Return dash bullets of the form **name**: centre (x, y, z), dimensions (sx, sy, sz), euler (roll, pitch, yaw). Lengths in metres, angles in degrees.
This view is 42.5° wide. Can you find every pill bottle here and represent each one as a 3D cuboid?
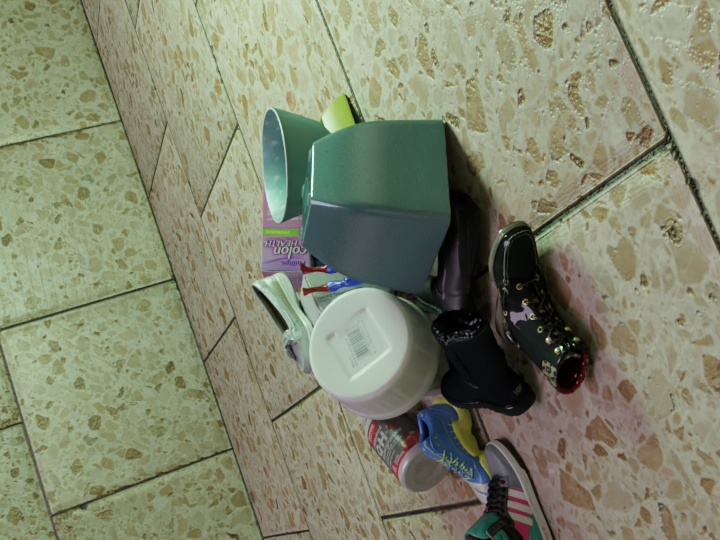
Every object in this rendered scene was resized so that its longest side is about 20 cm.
- **pill bottle**: centre (0.076, 0.309, 1.727), dimensions (0.200, 0.110, 0.112), euler (44, 144, 50)

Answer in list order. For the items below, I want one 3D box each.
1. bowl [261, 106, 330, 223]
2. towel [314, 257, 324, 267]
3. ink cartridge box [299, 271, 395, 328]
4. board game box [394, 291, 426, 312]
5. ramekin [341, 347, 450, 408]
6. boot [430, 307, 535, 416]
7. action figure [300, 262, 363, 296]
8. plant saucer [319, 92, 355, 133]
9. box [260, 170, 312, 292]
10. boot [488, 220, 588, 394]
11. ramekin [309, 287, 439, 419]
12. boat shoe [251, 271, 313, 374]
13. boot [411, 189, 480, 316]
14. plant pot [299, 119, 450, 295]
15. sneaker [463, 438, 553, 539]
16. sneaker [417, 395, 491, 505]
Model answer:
- **bowl**: centre (-0.104, -0.187, 1.626), dimensions (0.201, 0.104, 0.203), euler (175, 90, -74)
- **towel**: centre (-0.067, 0.007, 1.851), dimensions (0.112, 0.048, 0.203), euler (74, -164, -86)
- **ink cartridge box**: centre (-0.033, 0.075, 1.650), dimensions (0.201, 0.144, 0.084), euler (105, 144, -54)
- **board game box**: centre (0.044, 0.020, 1.684), dimensions (0.201, 0.046, 0.152), euler (65, 157, 20)
- **ramekin**: centre (0.059, 0.173, 1.577), dimensions (0.202, 0.200, 0.095), euler (143, 119, -66)
- **boot**: centre (0.156, 0.129, 1.387), dimensions (0.169, 0.076, 0.199), euler (55, 157, -20)
- **action figure**: centre (0.000, 0.000, 1.502), dimensions (0.099, 0.197, 0.066), euler (76, -173, -80)
- **plant saucer**: centre (-0.044, -0.184, 1.690), dimensions (0.201, 0.047, 0.201), euler (106, 153, -49)
- **box**: centre (-0.139, -0.074, 1.821), dimensions (0.176, 0.095, 0.203), euler (89, 180, -76)
- **boot**: centre (0.237, 0.050, 1.211), dimensions (0.154, 0.073, 0.205), euler (51, 157, 48)
- **ramekin**: centre (0.016, 0.125, 1.451), dimensions (0.202, 0.200, 0.098), euler (60, -168, 28)
- **boat shoe**: centre (-0.127, 0.095, 1.610), dimensions (0.075, 0.064, 0.203), euler (109, 141, -57)
- **boot**: centre (0.129, -0.029, 1.426), dimensions (0.165, 0.065, 0.202), euler (36, 138, 54)
- **plant pot**: centre (0.012, -0.102, 1.392), dimensions (0.197, 0.197, 0.198), euler (107, 165, -54)
- **sneaker**: centre (0.210, 0.374, 1.443), dimensions (0.202, 0.120, 0.084), euler (67, 157, 16)
- **sneaker**: centre (0.154, 0.311, 1.551), dimensions (0.202, 0.104, 0.076), euler (66, 157, 19)
